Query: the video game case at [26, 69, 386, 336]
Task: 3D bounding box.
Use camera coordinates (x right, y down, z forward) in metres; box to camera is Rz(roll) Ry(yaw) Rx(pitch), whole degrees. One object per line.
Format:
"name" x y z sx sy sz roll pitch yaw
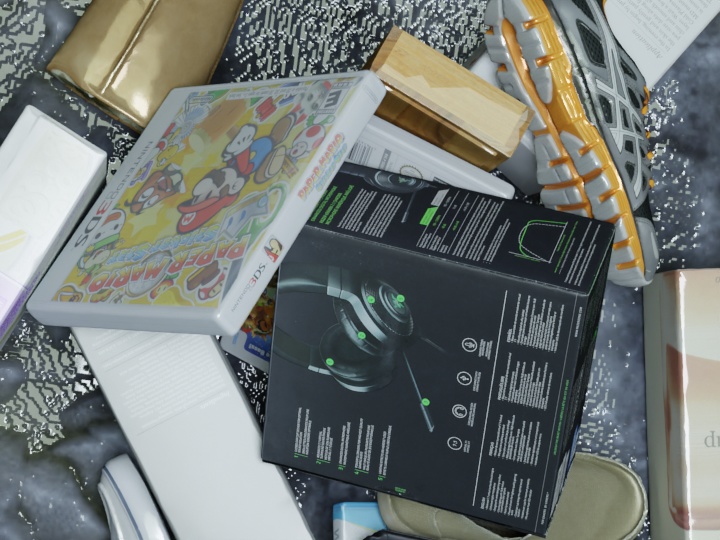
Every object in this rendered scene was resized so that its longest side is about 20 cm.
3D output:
"video game case" -0.095 -0.042 1.232 0.023 0.199 0.183 47 62 -32

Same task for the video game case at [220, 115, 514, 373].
"video game case" 0.000 0.000 1.307 0.142 0.018 0.201 27 122 9

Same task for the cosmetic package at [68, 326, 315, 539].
"cosmetic package" -0.109 0.101 1.325 0.090 0.107 0.201 -24 89 -6

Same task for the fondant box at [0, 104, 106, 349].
"fondant box" -0.216 -0.018 1.270 0.058 0.200 0.145 32 85 -4

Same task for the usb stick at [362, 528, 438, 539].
"usb stick" 0.089 0.210 1.327 0.198 0.033 0.056 15 77 -22

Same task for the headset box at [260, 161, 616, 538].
"headset box" 0.038 0.044 1.244 0.198 0.093 0.176 13 121 12

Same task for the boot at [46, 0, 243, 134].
"boot" -0.147 -0.211 1.356 0.174 0.066 0.201 31 85 -4

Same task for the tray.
"tray" 0.038 -0.094 1.302 0.098 0.200 0.037 30 80 -5

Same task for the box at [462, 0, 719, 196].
"box" 0.153 -0.157 1.358 0.097 0.124 0.200 43 84 -4

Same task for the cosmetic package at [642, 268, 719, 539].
"cosmetic package" 0.249 0.099 1.376 0.102 0.087 0.202 -2 88 -8

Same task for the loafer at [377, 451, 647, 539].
"loafer" 0.110 0.153 1.345 0.198 0.068 0.076 4 79 -26

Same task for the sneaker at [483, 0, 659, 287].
"sneaker" 0.146 -0.087 1.258 0.077 0.078 0.202 -25 101 -28

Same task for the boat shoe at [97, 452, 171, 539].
"boat shoe" -0.142 0.221 1.331 0.065 0.074 0.202 -18 88 -11

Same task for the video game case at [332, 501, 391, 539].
"video game case" 0.051 0.253 1.343 0.142 0.018 0.202 3 78 -26
